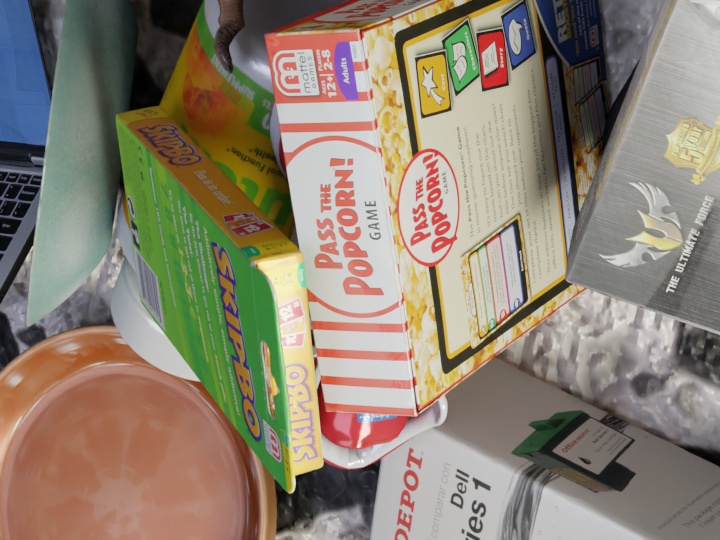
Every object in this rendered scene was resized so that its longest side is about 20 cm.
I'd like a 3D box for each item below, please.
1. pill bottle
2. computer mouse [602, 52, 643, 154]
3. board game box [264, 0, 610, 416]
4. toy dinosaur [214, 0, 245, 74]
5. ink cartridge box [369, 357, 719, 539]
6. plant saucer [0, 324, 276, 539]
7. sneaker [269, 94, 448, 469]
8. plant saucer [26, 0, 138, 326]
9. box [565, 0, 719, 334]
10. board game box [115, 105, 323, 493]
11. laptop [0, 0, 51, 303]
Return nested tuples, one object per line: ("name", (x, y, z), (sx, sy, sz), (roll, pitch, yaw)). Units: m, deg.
("pill bottle", (-0.052, -0.044, 1.017), (0.111, 0.111, 0.201), (43, 129, 19))
("computer mouse", (0.154, -0.083, 0.869), (0.138, 0.053, 0.201), (41, 129, 19))
("board game box", (0.044, -0.046, 0.874), (0.046, 0.200, 0.153), (1, 107, 32))
("toy dinosaur", (-0.028, -0.180, 0.911), (0.201, 0.135, 0.086), (61, 173, 27))
("ink cartridge box", (0.101, 0.148, 0.983), (0.199, 0.084, 0.147), (24, 121, 31))
("plant saucer", (-0.136, 0.131, 1.167), (0.199, 0.032, 0.202), (-1, 87, 21))
("sneaker", (0.000, 0.000, 0.913), (0.201, 0.071, 0.113), (94, 167, -46))
("plant saucer", (-0.137, -0.070, 1.065), (0.038, 0.202, 0.202), (7, 120, -8))
("box", (0.184, -0.061, 0.808), (0.157, 0.048, 0.201), (18, 123, -1))
("board game box", (-0.059, 0.007, 0.886), (0.200, 0.030, 0.096), (-132, 33, -59))
("laptop", (-0.268, -0.072, 1.186), (0.186, 0.201, 0.116), (7, 152, 38))
